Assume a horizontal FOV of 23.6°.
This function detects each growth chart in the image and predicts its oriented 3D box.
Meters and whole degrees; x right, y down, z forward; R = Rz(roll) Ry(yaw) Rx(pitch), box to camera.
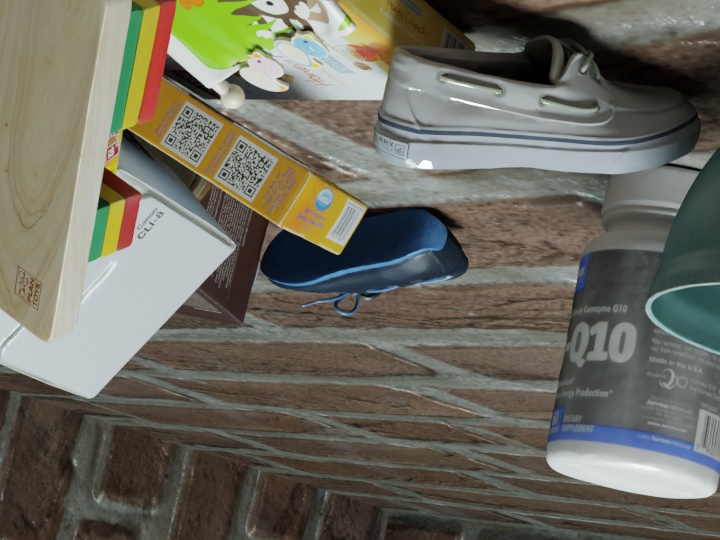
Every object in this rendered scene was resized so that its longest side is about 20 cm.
[{"bbox_3d":[-0.069,-0.149,0.861,0.145,0.018,0.200,36,153,-15],"label":"growth chart"}]

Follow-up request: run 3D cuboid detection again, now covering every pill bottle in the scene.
[{"bbox_3d":[0.193,0.040,1.131,0.113,0.201,0.114,11,167,3],"label":"pill bottle"}]

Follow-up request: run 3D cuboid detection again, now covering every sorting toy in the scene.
[{"bbox_3d":[-0.190,-0.102,0.901,0.199,0.201,0.070,33,-144,26],"label":"sorting toy"}]

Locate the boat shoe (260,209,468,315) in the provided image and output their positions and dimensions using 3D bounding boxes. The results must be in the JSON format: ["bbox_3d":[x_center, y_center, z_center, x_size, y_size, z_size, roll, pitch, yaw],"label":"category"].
[{"bbox_3d":[0.000,0.000,1.407,0.200,0.084,0.069,2,152,47],"label":"boat shoe"}]

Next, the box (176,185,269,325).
[{"bbox_3d":[-0.143,-0.032,1.381,0.075,0.101,0.200,9,166,18],"label":"box"}]

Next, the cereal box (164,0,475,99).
[{"bbox_3d":[-0.055,-0.138,0.968,0.199,0.040,0.144,3,163,38],"label":"cereal box"}]

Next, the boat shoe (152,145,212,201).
[{"bbox_3d":[-0.188,-0.024,1.247,0.200,0.072,0.068,-30,174,6],"label":"boat shoe"}]

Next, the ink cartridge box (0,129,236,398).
[{"bbox_3d":[-0.210,-0.046,1.088,0.200,0.145,0.145,48,-173,32],"label":"ink cartridge box"}]

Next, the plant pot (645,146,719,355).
[{"bbox_3d":[0.263,-0.026,0.925,0.200,0.135,0.200,11,167,3],"label":"plant pot"}]

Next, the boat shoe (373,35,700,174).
[{"bbox_3d":[0.104,-0.093,0.931,0.199,0.067,0.074,-7,-154,-28],"label":"boat shoe"}]

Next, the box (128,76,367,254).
[{"bbox_3d":[-0.098,-0.083,1.032,0.200,0.042,0.119,35,-177,17],"label":"box"}]

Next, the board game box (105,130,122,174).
[{"bbox_3d":[-0.216,-0.126,0.977,0.200,0.096,0.030,25,-149,20],"label":"board game box"}]
